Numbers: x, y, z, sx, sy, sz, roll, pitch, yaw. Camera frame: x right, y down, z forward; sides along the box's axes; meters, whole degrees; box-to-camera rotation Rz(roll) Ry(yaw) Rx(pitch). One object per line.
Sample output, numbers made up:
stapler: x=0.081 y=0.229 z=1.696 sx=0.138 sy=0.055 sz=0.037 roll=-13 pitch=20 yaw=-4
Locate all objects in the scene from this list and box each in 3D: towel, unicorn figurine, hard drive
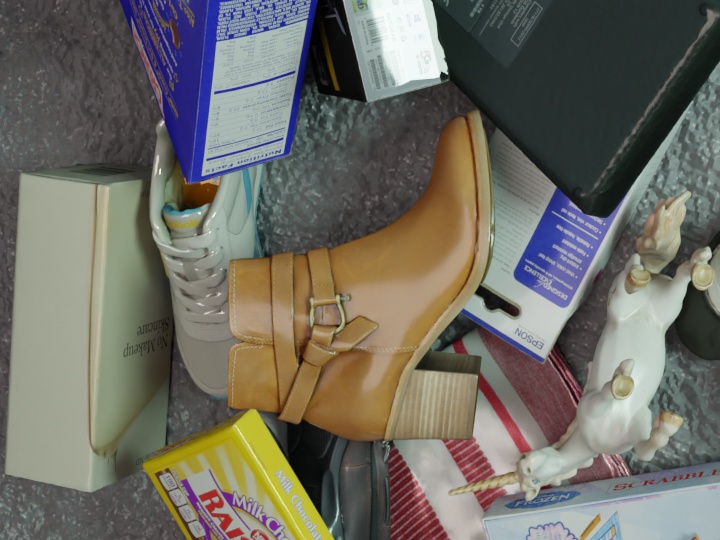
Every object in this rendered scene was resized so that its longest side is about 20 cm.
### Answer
towel: x=0.063 y=0.129 z=1.090 sx=0.199 sy=0.023 sz=0.145 roll=-35 pitch=81 yaw=24
unicorn figurine: x=0.146 y=0.061 z=0.986 sx=0.074 sy=0.137 sz=0.201 roll=34 pitch=76 yaw=0
hard drive: x=0.112 y=-0.147 z=0.986 sx=0.200 sy=0.033 sz=0.140 roll=49 pitch=117 yaw=33

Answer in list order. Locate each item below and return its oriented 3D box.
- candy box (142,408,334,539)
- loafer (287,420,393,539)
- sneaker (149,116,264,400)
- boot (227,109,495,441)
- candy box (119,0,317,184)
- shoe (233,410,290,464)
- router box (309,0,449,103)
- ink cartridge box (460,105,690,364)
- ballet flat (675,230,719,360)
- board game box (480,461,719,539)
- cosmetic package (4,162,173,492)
candy box: x=-0.049 y=0.186 z=1.047 sx=0.102 sy=0.026 sz=0.201 roll=-26 pitch=97 yaw=42
loafer: x=-0.008 y=0.122 z=1.091 sx=0.072 sy=0.062 sz=0.202 roll=8 pitch=96 yaw=57
sneaker: x=-0.102 y=-0.013 z=1.113 sx=0.076 sy=0.081 sz=0.202 roll=-1 pitch=98 yaw=22
boot: x=0.000 y=0.000 z=1.013 sx=0.153 sy=0.077 sz=0.202 roll=7 pitch=102 yaw=5
candy box: x=-0.088 y=-0.180 z=1.000 sx=0.201 sy=0.076 sz=0.170 roll=106 pitch=146 yaw=-56
shoe: x=-0.082 y=0.196 z=1.119 sx=0.071 sy=0.091 sz=0.203 roll=4 pitch=100 yaw=37
router box: x=-0.012 y=-0.201 z=0.985 sx=0.052 sy=0.157 sz=0.202 roll=-15 pitch=101 yaw=-9
ink cartridge box: x=0.120 y=-0.054 z=1.033 sx=0.094 sy=0.037 sz=0.201 roll=31 pitch=106 yaw=17
ballet flat: x=0.247 y=-0.021 z=0.962 sx=0.200 sy=0.068 sz=0.068 roll=-44 pitch=73 yaw=22
board game box: x=0.192 y=0.219 z=1.019 sx=0.198 sy=0.041 sz=0.202 roll=-12 pitch=99 yaw=23
cosmetic package: x=-0.177 y=0.034 z=1.141 sx=0.072 sy=0.103 sz=0.202 roll=8 pitch=101 yaw=22
